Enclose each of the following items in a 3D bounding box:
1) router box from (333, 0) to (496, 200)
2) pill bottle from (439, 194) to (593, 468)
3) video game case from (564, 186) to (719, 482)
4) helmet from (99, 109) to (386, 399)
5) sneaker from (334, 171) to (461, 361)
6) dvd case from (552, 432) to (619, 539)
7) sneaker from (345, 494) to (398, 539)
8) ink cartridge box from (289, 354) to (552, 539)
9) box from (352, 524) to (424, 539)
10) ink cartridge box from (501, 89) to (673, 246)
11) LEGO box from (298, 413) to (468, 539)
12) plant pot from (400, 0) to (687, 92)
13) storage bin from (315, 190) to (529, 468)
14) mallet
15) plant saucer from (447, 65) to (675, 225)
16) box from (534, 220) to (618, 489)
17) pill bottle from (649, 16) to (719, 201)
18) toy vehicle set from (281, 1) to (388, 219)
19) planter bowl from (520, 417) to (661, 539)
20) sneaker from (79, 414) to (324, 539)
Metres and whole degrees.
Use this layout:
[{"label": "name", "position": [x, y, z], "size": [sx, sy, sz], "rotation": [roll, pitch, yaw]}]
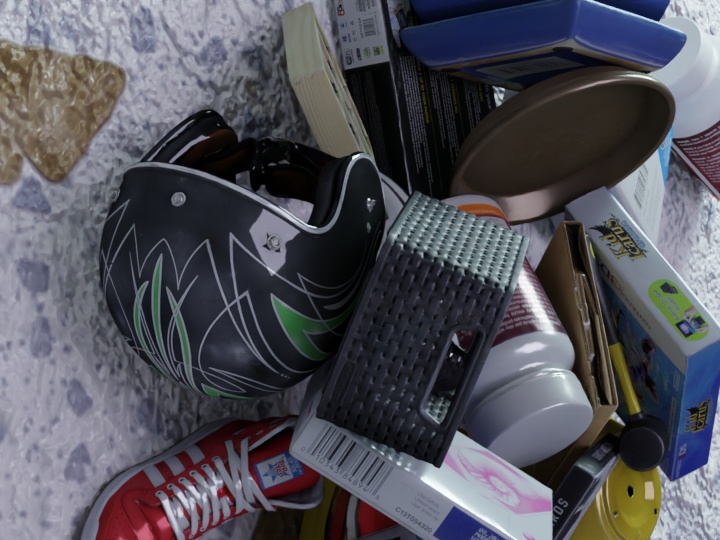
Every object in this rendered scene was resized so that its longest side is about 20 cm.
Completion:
[{"label": "router box", "position": [0.053, -0.143, 1.806], "size": [0.149, 0.051, 0.201], "rotation": [-12, 94, -53]}, {"label": "pill bottle", "position": [0.099, 0.050, 1.723], "size": [0.114, 0.114, 0.200], "rotation": [14, 43, -49]}, {"label": "video game case", "position": [0.235, 0.057, 1.853], "size": [0.045, 0.181, 0.200], "rotation": [-25, 146, -15]}, {"label": "helmet", "position": [-0.087, -0.007, 1.506], "size": [0.191, 0.200, 0.200], "rotation": [-48, 121, -45]}, {"label": "sneaker", "position": [0.000, 0.000, 1.664], "size": [0.115, 0.076, 0.201], "rotation": [10, 50, -47]}, {"label": "dvd case", "position": [0.157, 0.209, 1.763], "size": [0.150, 0.025, 0.200], "rotation": [-58, 170, 9]}, {"label": "sneaker", "position": [0.060, 0.224, 1.611], "size": [0.200, 0.085, 0.077], "rotation": [58, 45, -27]}, {"label": "ink cartridge box", "position": [0.048, 0.135, 1.558], "size": [0.196, 0.043, 0.200], "rotation": [32, 16, -5]}, {"label": "box", "position": [-0.012, 0.260, 1.554], "size": [0.060, 0.200, 0.117], "rotation": [-94, 163, -72]}, {"label": "ink cartridge box", "position": [0.202, -0.126, 1.928], "size": [0.200, 0.084, 0.145], "rotation": [55, 40, -47]}, {"label": "LEGO box", "position": [0.027, 0.214, 1.702], "size": [0.149, 0.077, 0.200], "rotation": [34, 59, -44]}, {"label": "plant pot", "position": [0.144, -0.247, 1.751], "size": [0.200, 0.200, 0.180], "rotation": [7, 80, -52]}, {"label": "storage bin", "position": [0.045, 0.036, 1.493], "size": [0.200, 0.094, 0.135], "rotation": [-55, 167, -76]}, {"label": "mallet", "position": [0.212, 0.067, 1.798], "size": [0.066, 0.041, 0.200], "rotation": [8, 66, -77]}, {"label": "plant saucer", "position": [0.159, -0.102, 1.761], "size": [0.200, 0.200, 0.030], "rotation": [12, 47, -50]}, {"label": "box", "position": [0.165, 0.072, 1.801], "size": [0.021, 0.200, 0.164], "rotation": [-4, 67, -10]}, {"label": "pill bottle", "position": [0.343, -0.156, 2.119], "size": [0.200, 0.113, 0.113], "rotation": [40, 55, -41]}, {"label": "toy vehicle set", "position": [-0.021, -0.119, 1.641], "size": [0.200, 0.026, 0.124], "rotation": [-101, 168, -69]}, {"label": "planter bowl", "position": [0.209, 0.197, 1.925], "size": [0.200, 0.083, 0.201], "rotation": [9, 78, -50]}, {"label": "sneaker", "position": [-0.102, 0.157, 1.522], "size": [0.200, 0.112, 0.071], "rotation": [-39, 114, -47]}]
